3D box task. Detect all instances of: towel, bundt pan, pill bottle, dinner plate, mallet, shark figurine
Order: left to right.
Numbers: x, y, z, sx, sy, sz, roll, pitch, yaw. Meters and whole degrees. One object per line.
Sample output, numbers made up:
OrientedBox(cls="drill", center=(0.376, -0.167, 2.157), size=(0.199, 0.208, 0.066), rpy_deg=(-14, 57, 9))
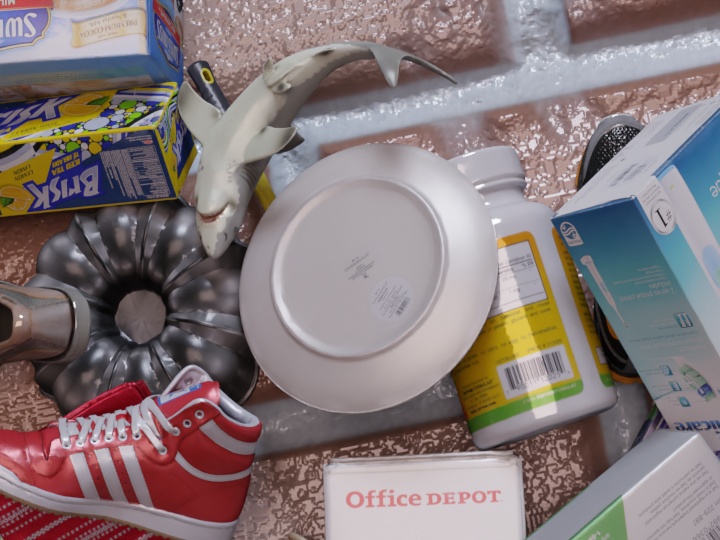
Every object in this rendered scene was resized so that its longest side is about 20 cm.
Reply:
OrientedBox(cls="towel", center=(-0.179, 0.193, 1.035), size=(0.143, 0.022, 0.202), rpy_deg=(-26, 105, -2))
OrientedBox(cls="bundt pan", center=(-0.167, 0.034, 1.076), size=(0.198, 0.076, 0.205), rpy_deg=(-1, 81, 4))
OrientedBox(cls="mallet", center=(-0.091, -0.075, 1.100), size=(0.065, 0.041, 0.201), rpy_deg=(-26, 74, -33))
OrientedBox(cls="shark figurine", center=(-0.045, -0.114, 1.048), size=(0.214, 0.089, 0.129), rpy_deg=(-38, 60, 12))
OrientedBox(cls="dinner plate", center=(0.000, 0.000, 1.006), size=(0.197, 0.024, 0.203), rpy_deg=(-7, 70, 20))
OrientedBox(cls="pill bottle", center=(0.106, 0.019, 1.041), size=(0.110, 0.111, 0.203), rpy_deg=(-17, 80, 1))

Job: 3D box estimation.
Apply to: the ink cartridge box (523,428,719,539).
OrientedBox(cls="ink cartridge box", center=(0.218, 0.230, 0.959), size=(0.145, 0.087, 0.201), rpy_deg=(-38, 92, -10))

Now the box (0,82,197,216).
OrientedBox(cls="box", center=(-0.229, -0.088, 1.076), size=(0.197, 0.070, 0.065), rpy_deg=(-4, 125, 13))

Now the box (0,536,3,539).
OrientedBox(cls="box", center=(-0.334, 0.242, 1.073), size=(0.199, 0.036, 0.145), rpy_deg=(-35, 80, -4))

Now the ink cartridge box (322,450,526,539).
OrientedBox(cls="ink cartridge box", center=(0.048, 0.234, 1.023), size=(0.143, 0.085, 0.203), rpy_deg=(-2, 82, 3))

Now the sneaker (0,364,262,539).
OrientedBox(cls="sneaker", center=(-0.163, 0.111, 0.971), size=(0.197, 0.071, 0.114), rpy_deg=(17, 103, -20))

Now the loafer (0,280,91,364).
OrientedBox(cls="loafer", center=(-0.277, 0.040, 1.037), size=(0.198, 0.062, 0.073), rpy_deg=(-7, 82, 42))

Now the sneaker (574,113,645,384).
OrientedBox(cls="sneaker", center=(0.203, -0.021, 1.059), size=(0.077, 0.077, 0.203), rpy_deg=(-5, 79, 5))

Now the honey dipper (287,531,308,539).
OrientedBox(cls="honey dipper", center=(-0.091, 0.283, 1.030), size=(0.038, 0.038, 0.201), rpy_deg=(32, 73, 8))

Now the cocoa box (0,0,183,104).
OrientedBox(cls="cocoa box", center=(-0.242, -0.200, 1.089), size=(0.197, 0.133, 0.133), rpy_deg=(-3, 81, 4))

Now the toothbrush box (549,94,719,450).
OrientedBox(cls="toothbrush box", center=(0.244, 0.002, 0.987), size=(0.146, 0.085, 0.202), rpy_deg=(-39, 105, -32))

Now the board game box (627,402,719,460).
OrientedBox(cls="board game box", center=(0.228, 0.215, 1.038), size=(0.134, 0.034, 0.202), rpy_deg=(30, 83, 8))
